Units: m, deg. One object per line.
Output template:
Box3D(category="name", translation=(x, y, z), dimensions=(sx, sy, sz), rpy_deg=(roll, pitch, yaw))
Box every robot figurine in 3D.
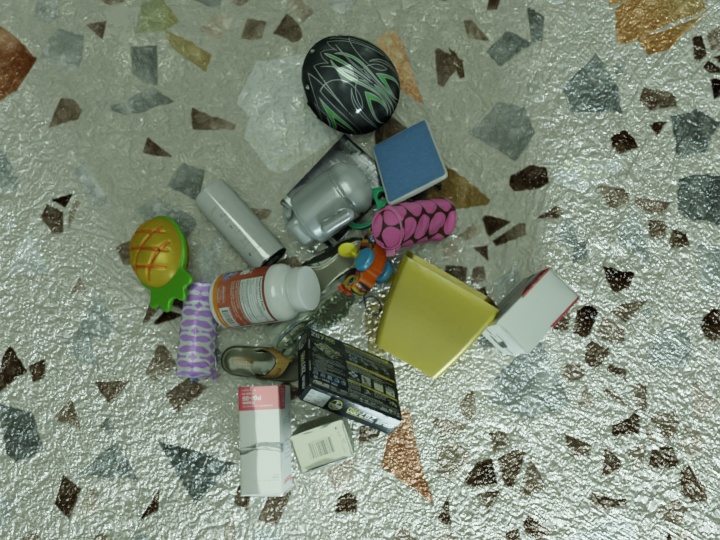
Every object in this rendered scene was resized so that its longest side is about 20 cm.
Box3D(category="robot figurine", translation=(-0.058, -0.136, 1.527), dimensions=(0.200, 0.113, 0.170), rpy_deg=(-35, 40, 12))

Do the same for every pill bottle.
Box3D(category="pill bottle", translation=(-0.184, 0.048, 1.496), dimensions=(0.199, 0.112, 0.113), rpy_deg=(-9, 80, 25))

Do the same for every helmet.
Box3D(category="helmet", translation=(-0.018, -0.372, 1.550), dimensions=(0.199, 0.191, 0.201), rpy_deg=(0, 81, 0))

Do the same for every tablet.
Box3D(category="tablet", translation=(0.096, -0.218, 1.541), dimensions=(0.130, 0.014, 0.201), rpy_deg=(-26, 43, 13))

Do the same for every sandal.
Box3D(category="sandal", translation=(-0.182, 0.179, 1.538), dimensions=(0.199, 0.055, 0.082), rpy_deg=(4, 82, 2))

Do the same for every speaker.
Box3D(category="speaker", translation=(-0.246, -0.091, 1.568), dimensions=(0.081, 0.081, 0.200), rpy_deg=(-42, 83, -5))

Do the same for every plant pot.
Box3D(category="plant pot", translation=(0.130, 0.090, 1.484), dimensions=(0.199, 0.200, 0.177), rpy_deg=(31, 96, 3))

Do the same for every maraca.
Box3D(category="maraca", translation=(-0.395, -0.016, 1.538), dimensions=(0.137, 0.107, 0.201), rpy_deg=(-34, 66, 23))

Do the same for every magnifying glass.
Box3D(category="magnifying glass", translation=(0.050, -0.153, 1.556), dimensions=(0.200, 0.022, 0.080), rpy_deg=(-33, 68, 12))

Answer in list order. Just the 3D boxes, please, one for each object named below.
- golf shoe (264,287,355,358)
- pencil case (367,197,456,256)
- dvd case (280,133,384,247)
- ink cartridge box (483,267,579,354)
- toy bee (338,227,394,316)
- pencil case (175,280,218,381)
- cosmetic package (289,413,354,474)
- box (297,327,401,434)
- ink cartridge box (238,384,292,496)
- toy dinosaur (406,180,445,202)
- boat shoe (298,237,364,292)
Box3D(category="golf shoe", translation=(-0.105, 0.083, 1.544), dimensions=(0.200, 0.079, 0.097), rpy_deg=(-34, 44, -23))
Box3D(category="pencil case", translation=(0.107, -0.088, 1.498), dimensions=(0.091, 0.200, 0.094), rpy_deg=(-14, 91, 44))
Box3D(category="dvd case", translation=(-0.046, -0.164, 1.608), dimensions=(0.149, 0.016, 0.200), rpy_deg=(42, 84, 6))
Box3D(category="ink cartridge box", translation=(0.315, 0.082, 1.473), dimensions=(0.083, 0.200, 0.147), rpy_deg=(44, 85, 4))
Box3D(category="toy bee", translation=(0.000, 0.000, 1.498), dimensions=(0.131, 0.108, 0.200), rpy_deg=(52, 46, -15))
Box3D(category="pencil case", translation=(-0.317, 0.119, 1.535), dimensions=(0.085, 0.084, 0.201), rpy_deg=(4, 81, -11))
Box3D(category="cosmetic package", translation=(-0.068, 0.317, 1.442), dimensions=(0.105, 0.200, 0.071), rpy_deg=(-19, 85, 0))
Box3D(category="box", translation=(-0.022, 0.206, 1.450), dimensions=(0.199, 0.162, 0.049), rpy_deg=(24, 122, -21))
Box3D(category="ink cartridge box", translation=(-0.180, 0.320, 1.471), dimensions=(0.082, 0.147, 0.201), rpy_deg=(-2, 81, 2))
Box3D(category="toy dinosaur", translation=(0.114, -0.205, 1.582), dimensions=(0.102, 0.077, 0.201), rpy_deg=(-10, 84, -7))
Box3D(category="boat shoe", translation=(-0.073, -0.005, 1.572), dimensions=(0.199, 0.057, 0.067), rpy_deg=(-30, 110, 0))
